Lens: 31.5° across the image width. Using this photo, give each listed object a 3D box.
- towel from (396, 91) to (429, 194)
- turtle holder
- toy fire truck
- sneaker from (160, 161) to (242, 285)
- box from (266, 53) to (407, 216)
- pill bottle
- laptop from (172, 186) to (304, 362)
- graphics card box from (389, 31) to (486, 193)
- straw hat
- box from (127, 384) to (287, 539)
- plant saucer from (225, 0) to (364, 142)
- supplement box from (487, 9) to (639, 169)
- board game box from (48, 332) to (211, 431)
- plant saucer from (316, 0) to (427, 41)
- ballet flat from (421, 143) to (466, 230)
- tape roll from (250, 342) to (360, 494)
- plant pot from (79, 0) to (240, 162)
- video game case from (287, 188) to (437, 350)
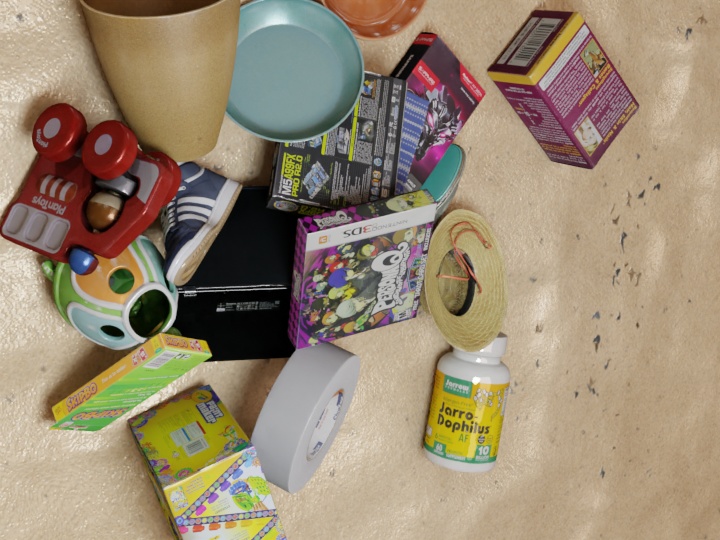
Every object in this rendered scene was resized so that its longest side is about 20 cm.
[{"bbox_3d":[0.002,-0.163,1.680,0.143,0.024,0.202,22,69,-9],"label":"towel"},{"bbox_3d":[-0.284,0.040,1.524,0.140,0.131,0.188,-26,131,-35],"label":"turtle holder"},{"bbox_3d":[-0.308,-0.082,1.450,0.112,0.198,0.170,36,77,-57],"label":"toy fire truck"},{"bbox_3d":[-0.222,-0.066,1.531,0.108,0.201,0.070,29,127,-4],"label":"sneaker"},{"bbox_3d":[-0.029,-0.164,1.636,0.158,0.044,0.203,11,71,-12],"label":"box"},{"bbox_3d":[0.162,0.188,1.895,0.112,0.112,0.203,4,100,-35],"label":"pill bottle"},{"bbox_3d":[-0.157,0.007,1.653,0.184,0.117,0.202,-2,132,-15],"label":"laptop"},{"bbox_3d":[0.077,-0.214,1.774,0.125,0.051,0.201,44,76,-33],"label":"graphics card box"},{"bbox_3d":[0.125,0.018,1.837,0.200,0.084,0.204,7,80,-46],"label":"straw hat"},{"bbox_3d":[-0.188,0.284,1.604,0.121,0.200,0.195,-23,115,-15],"label":"box"},{"bbox_3d":[-0.094,-0.247,1.601,0.197,0.036,0.203,2,72,-6],"label":"plant saucer"},{"bbox_3d":[0.302,-0.268,1.887,0.131,0.103,0.200,-51,123,-14],"label":"supplement box"},{"bbox_3d":[-0.283,0.139,1.543,0.199,0.030,0.095,-36,157,19],"label":"board game box"},{"bbox_3d":[0.014,-0.409,1.694,0.198,0.032,0.203,-10,108,-34],"label":"plant saucer"},{"bbox_3d":[0.091,-0.088,1.818,0.201,0.067,0.064,-59,153,-8],"label":"ballet flat"},{"bbox_3d":[-0.073,0.190,1.689,0.202,0.066,0.201,-60,166,-25],"label":"tape roll"},{"bbox_3d":[-0.225,-0.237,1.495,0.185,0.186,0.202,-22,128,-29],"label":"plant pot"},{"bbox_3d":[0.000,0.000,1.608,0.179,0.036,0.202,-13,136,-23],"label":"video game case"}]
